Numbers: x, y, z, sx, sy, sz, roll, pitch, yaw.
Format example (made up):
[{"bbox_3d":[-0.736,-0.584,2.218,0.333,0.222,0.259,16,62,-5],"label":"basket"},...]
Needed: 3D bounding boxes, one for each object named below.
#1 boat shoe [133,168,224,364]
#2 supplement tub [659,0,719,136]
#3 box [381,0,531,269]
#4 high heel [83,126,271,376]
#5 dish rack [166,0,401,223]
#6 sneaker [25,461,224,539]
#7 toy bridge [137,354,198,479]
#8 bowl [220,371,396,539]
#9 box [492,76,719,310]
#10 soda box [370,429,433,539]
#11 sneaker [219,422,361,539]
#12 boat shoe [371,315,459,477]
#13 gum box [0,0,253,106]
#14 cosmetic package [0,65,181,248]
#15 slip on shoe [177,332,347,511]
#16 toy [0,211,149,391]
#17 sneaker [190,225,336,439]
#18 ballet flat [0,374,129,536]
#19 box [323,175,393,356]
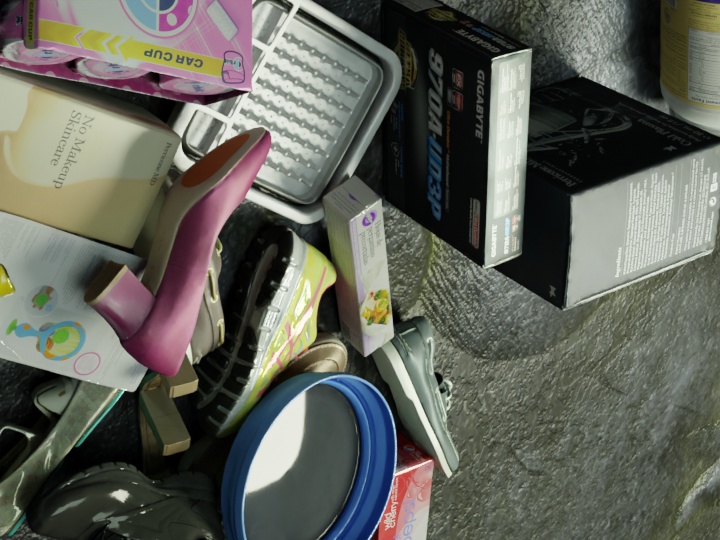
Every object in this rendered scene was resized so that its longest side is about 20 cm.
[{"bbox_3d":[-0.149,-0.004,1.335,0.059,0.072,0.201,-28,133,-32],"label":"boat shoe"},{"bbox_3d":[0.372,-0.233,1.583,0.145,0.145,0.201,-27,129,-25],"label":"supplement tub"},{"bbox_3d":[0.081,-0.125,1.392,0.046,0.159,0.201,-20,126,-28],"label":"box"},{"bbox_3d":[-0.119,-0.016,1.239,0.096,0.067,0.200,47,72,-27],"label":"high heel"},{"bbox_3d":[-0.069,-0.143,1.338,0.199,0.043,0.173,24,97,-45],"label":"dish rack"},{"bbox_3d":[-0.189,0.217,1.341,0.199,0.091,0.076,8,140,-43],"label":"sneaker"},{"bbox_3d":[-0.172,0.128,1.383,0.027,0.067,0.201,-14,144,-23],"label":"toy bridge"},{"bbox_3d":[-0.047,0.188,1.442,0.200,0.039,0.202,-18,115,-43],"label":"bowl"},{"bbox_3d":[0.200,-0.078,1.490,0.196,0.200,0.125,-21,125,-30],"label":"box"},{"bbox_3d":[0.025,0.271,1.644,0.070,0.063,0.201,-16,124,-32],"label":"soda box"},{"bbox_3d":[-0.060,0.218,1.537,0.200,0.078,0.091,-41,138,-12],"label":"sneaker"},{"bbox_3d":[0.070,0.128,1.593,0.062,0.073,0.201,-35,127,-14],"label":"boat shoe"},{"bbox_3d":[-0.175,-0.197,1.168,0.199,0.066,0.115,7,80,-41],"label":"gum box"},{"bbox_3d":[-0.245,-0.094,1.198,0.199,0.071,0.106,15,105,-44],"label":"cosmetic package"},{"bbox_3d":[-0.081,0.143,1.481,0.200,0.060,0.076,-40,134,-15],"label":"slip on shoe"},{"bbox_3d":[-0.235,0.019,1.247,0.199,0.047,0.116,19,110,-46],"label":"toy"},{"bbox_3d":[-0.080,0.065,1.424,0.090,0.078,0.201,21,100,-45],"label":"sneaker"},{"bbox_3d":[-0.263,0.133,1.324,0.062,0.067,0.201,38,85,-21],"label":"ballet flat"},{"bbox_3d":[0.000,0.000,1.450,0.039,0.041,0.201,-35,145,-22],"label":"box"}]
